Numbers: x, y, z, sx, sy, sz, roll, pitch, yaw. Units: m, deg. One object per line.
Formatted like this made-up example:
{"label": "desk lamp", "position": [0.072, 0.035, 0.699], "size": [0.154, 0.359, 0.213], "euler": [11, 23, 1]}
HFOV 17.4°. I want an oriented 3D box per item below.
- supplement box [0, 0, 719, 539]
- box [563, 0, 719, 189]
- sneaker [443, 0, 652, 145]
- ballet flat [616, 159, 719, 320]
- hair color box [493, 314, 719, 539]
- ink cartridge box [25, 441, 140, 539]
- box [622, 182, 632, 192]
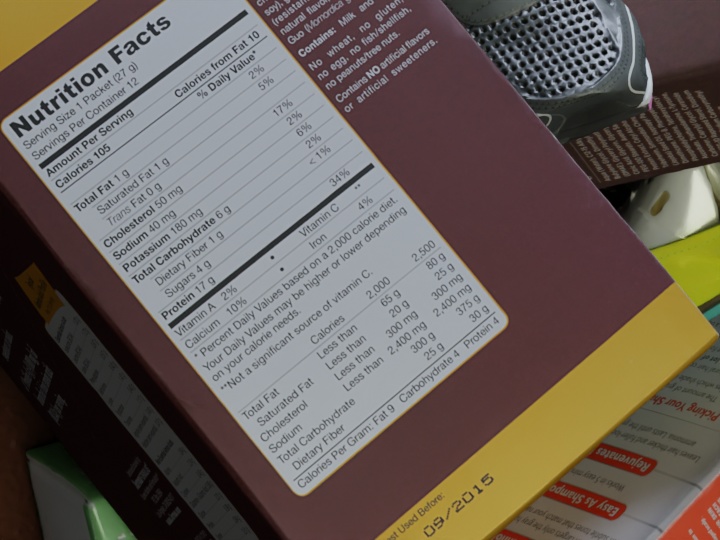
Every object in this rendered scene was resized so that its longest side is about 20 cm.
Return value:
{"label": "supplement box", "position": [-0.030, 0.003, 0.717], "size": [0.133, 0.197, 0.200], "euler": [-38, 86, -17]}
{"label": "box", "position": [0.118, -0.095, 0.779], "size": [0.075, 0.199, 0.101], "euler": [40, 41, -58]}
{"label": "sneaker", "position": [0.017, -0.121, 0.731], "size": [0.080, 0.200, 0.087], "euler": [-31, 150, -10]}
{"label": "ballet flat", "position": [0.141, -0.028, 0.818], "size": [0.199, 0.067, 0.067], "euler": [-22, 106, 19]}
{"label": "hair color box", "position": [0.111, 0.077, 0.825], "size": [0.200, 0.101, 0.061], "euler": [-43, 116, -18]}
{"label": "ink cartridge box", "position": [-0.008, 0.115, 0.874], "size": [0.199, 0.084, 0.147], "euler": [-16, 103, -22]}
{"label": "box", "position": [0.216, -0.043, 0.908], "size": [0.200, 0.148, 0.105], "euler": [42, 42, -23]}
